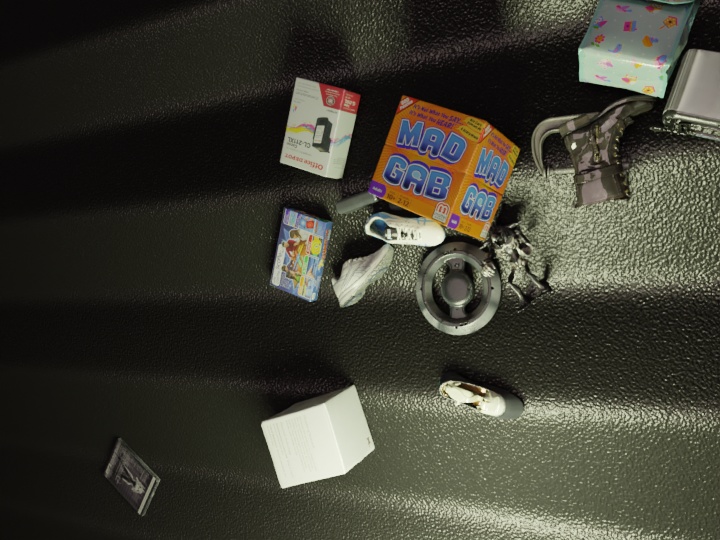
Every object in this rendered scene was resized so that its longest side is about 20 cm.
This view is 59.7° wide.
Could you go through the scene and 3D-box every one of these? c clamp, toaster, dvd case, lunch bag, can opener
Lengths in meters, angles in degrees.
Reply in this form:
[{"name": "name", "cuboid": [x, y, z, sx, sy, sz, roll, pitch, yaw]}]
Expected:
[{"name": "c clamp", "cuboid": [0.437, -0.227, 1.253, 0.195, 0.027, 0.177, 6, 99, 27]}, {"name": "toaster", "cuboid": [0.612, -0.286, 1.070, 0.195, 0.180, 0.122, 19, 101, 23]}, {"name": "dvd case", "cuboid": [-0.721, 0.649, 1.972, 0.198, 0.016, 0.151, 36, 110, 21]}, {"name": "lunch bag", "cuboid": [0.507, -0.441, 1.138, 0.167, 0.122, 0.204, 22, 81, 27]}, {"name": "can opener", "cuboid": [0.036, -0.156, 1.459, 0.196, 0.053, 0.069, -17, 87, 29]}]

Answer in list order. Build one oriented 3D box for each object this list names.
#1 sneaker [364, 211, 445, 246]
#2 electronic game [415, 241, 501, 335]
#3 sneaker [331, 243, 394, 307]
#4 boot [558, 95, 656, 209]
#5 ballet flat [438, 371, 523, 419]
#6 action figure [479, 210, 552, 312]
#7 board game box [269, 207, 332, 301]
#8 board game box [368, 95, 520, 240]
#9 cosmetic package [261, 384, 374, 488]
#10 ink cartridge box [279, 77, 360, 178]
[{"name": "sneaker", "cuboid": [0.099, -0.086, 1.417, 0.195, 0.072, 0.074, 11, 124, 30]}, {"name": "electronic game", "cuboid": [0.216, 0.040, 1.391, 0.194, 0.041, 0.207, -1, 88, 24]}, {"name": "sneaker", "cuboid": [0.000, 0.000, 1.487, 0.200, 0.074, 0.088, -43, 72, 24]}, {"name": "boot", "cuboid": [0.481, -0.222, 1.194, 0.195, 0.069, 0.179, -19, 89, 19]}, {"name": "ballet flat", "cuboid": [0.259, 0.283, 1.382, 0.195, 0.073, 0.075, 19, 104, 24]}, {"name": "action figure", "cuboid": [0.314, -0.025, 1.301, 0.118, 0.101, 0.203, -34, 83, 28]}, {"name": "board game box", "cuboid": [-0.152, -0.042, 1.580, 0.132, 0.034, 0.206, 20, 105, 25]}, {"name": "board game box", "cuboid": [0.172, -0.203, 1.270, 0.197, 0.198, 0.205, 27, 99, 32]}, {"name": "cosmetic package", "cuboid": [-0.101, 0.403, 1.531, 0.196, 0.166, 0.171, -21, 86, 27]}, {"name": "ink cartridge box", "cuboid": [-0.097, -0.336, 1.492, 0.143, 0.082, 0.206, 19, 104, 24]}]
